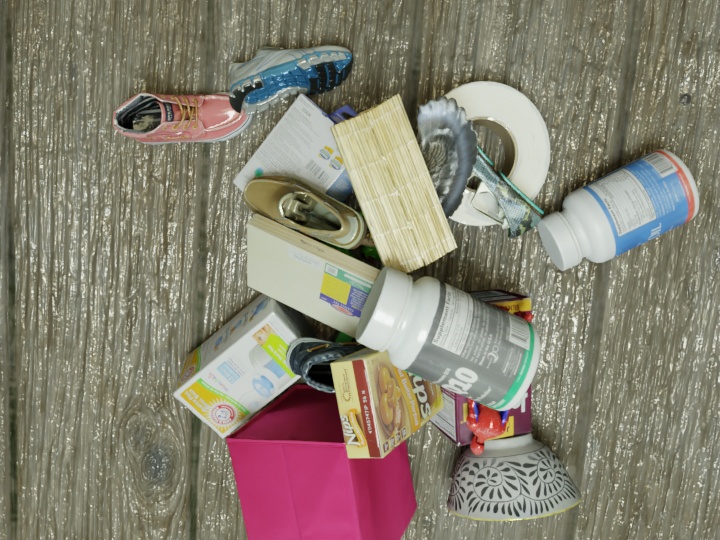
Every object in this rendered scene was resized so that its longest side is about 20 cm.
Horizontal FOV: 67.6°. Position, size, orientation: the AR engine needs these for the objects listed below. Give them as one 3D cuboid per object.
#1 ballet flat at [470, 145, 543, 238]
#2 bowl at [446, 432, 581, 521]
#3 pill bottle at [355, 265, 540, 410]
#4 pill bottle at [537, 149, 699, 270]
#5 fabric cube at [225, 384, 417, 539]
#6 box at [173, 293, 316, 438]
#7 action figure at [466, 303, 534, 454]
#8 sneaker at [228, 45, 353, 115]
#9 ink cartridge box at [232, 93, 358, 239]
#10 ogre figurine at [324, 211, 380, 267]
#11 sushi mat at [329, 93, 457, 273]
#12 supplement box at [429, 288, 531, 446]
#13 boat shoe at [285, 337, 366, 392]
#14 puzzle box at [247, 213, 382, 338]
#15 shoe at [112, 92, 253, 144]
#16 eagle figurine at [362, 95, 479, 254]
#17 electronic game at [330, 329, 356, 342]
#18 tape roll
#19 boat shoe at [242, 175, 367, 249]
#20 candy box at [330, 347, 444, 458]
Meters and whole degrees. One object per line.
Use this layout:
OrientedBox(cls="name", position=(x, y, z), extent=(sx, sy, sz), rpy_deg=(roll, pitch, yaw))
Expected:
OrientedBox(cls="ballet flat", position=(0.165, -0.124, 0.740), extent=(0.074, 0.074, 0.200), rpy_deg=(-43, 91, 7))
OrientedBox(cls="bowl", position=(0.220, 0.295, 0.807), extent=(0.195, 0.201, 0.097), rpy_deg=(-8, 81, 4))
OrientedBox(cls="pill bottle", position=(0.101, 0.078, 0.640), extent=(0.196, 0.113, 0.115), rpy_deg=(24, 98, -6))
OrientedBox(cls="pill bottle", position=(0.366, -0.081, 0.781), extent=(0.197, 0.112, 0.114), rpy_deg=(-26, 95, 7))
OrientedBox(cls="fabric cube", position=(-0.049, 0.297, 0.782), extent=(0.196, 0.196, 0.204), rpy_deg=(-7, 99, 27))
OrientedBox(cls="box", position=(-0.174, 0.140, 0.831), extent=(0.199, 0.102, 0.113), rpy_deg=(-38, 112, 7))
OrientedBox(cls="action figure", position=(0.182, 0.151, 0.731), extent=(0.064, 0.052, 0.205), rpy_deg=(14, 91, -13))
OrientedBox(cls="sneaker", position=(-0.109, -0.308, 0.805), extent=(0.195, 0.075, 0.088), rpy_deg=(-17, 65, -6))
OrientedBox(cls="ink cartridge box", position=(-0.073, -0.158, 0.798), extent=(0.136, 0.076, 0.201), rpy_deg=(43, 100, 17))
OrientedBox(cls="ogre figurine", position=(0.000, 0.000, 0.820), extent=(0.117, 0.098, 0.205), rpy_deg=(-1, 100, -1))
OrientedBox(cls="sushi mat", position=(0.041, -0.100, 0.658), extent=(0.094, 0.012, 0.204), rpy_deg=(-22, 96, 0))
OrientedBox(cls="supplement box", position=(0.176, 0.138, 0.807), extent=(0.128, 0.103, 0.205), rpy_deg=(-6, 98, -17))
OrientedBox(cls="boat shoe", position=(-0.004, 0.140, 0.769), extent=(0.196, 0.091, 0.073), rpy_deg=(4, 97, -24))
OrientedBox(cls="puzzle box", position=(-0.066, 0.014, 0.743), extent=(0.196, 0.026, 0.134), rpy_deg=(25, 140, 7))
OrientedBox(cls="shoe", position=(-0.264, -0.230, 0.809), extent=(0.195, 0.091, 0.073), rpy_deg=(-7, 97, 4))
OrientedBox(cls="eagle figurine", position=(0.067, -0.119, 0.721), extent=(0.149, 0.151, 0.204), rpy_deg=(22, 85, 7))
OrientedBox(cls="electronic game", position=(0.043, 0.151, 0.864), extent=(0.195, 0.042, 0.206), rpy_deg=(0, 97, 4))
OrientedBox(cls="tape roll", position=(0.175, -0.169, 0.802), extent=(0.197, 0.071, 0.208), rpy_deg=(0, 98, 3))
OrientedBox(cls="boat shoe", position=(-0.087, -0.086, 0.711), extent=(0.196, 0.076, 0.073), rpy_deg=(18, 94, 26))
OrientedBox(cls="candy box", position=(0.043, 0.155, 0.714), extent=(0.054, 0.199, 0.118), rpy_deg=(-11, 89, 31))
